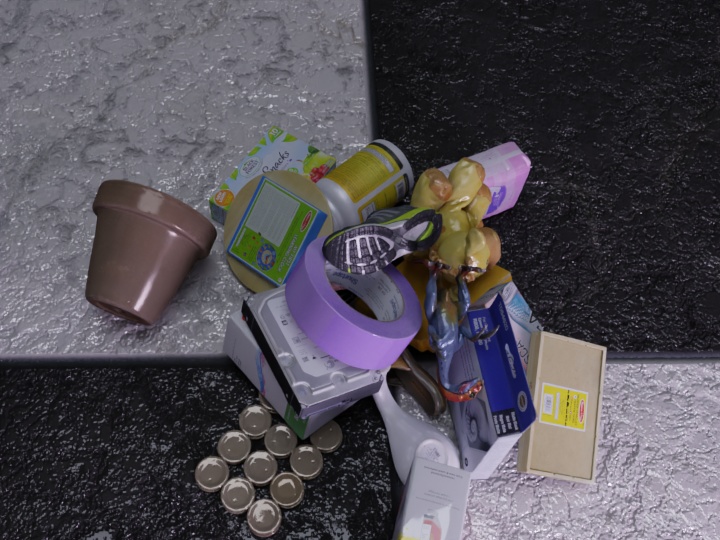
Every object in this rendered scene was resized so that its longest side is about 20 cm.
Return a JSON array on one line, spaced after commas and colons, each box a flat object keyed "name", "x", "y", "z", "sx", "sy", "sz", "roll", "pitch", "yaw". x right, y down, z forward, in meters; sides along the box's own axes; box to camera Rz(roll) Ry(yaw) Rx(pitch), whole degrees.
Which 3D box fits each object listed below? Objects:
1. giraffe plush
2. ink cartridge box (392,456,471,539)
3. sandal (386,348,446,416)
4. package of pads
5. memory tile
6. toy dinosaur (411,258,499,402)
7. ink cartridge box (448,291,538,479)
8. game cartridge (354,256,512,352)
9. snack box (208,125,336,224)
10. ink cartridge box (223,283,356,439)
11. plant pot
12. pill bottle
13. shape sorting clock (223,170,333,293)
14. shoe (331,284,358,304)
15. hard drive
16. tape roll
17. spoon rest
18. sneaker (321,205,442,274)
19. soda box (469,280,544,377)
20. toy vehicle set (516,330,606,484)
[{"name": "giraffe plush", "x": 0.150, "y": -0.051, "z": 1.315, "sx": 0.198, "sy": 0.174, "sz": 0.163, "roll": -33, "pitch": 48, "yaw": -9}, {"name": "ink cartridge box", "x": 0.080, "y": 0.371, "z": 1.100, "sx": 0.081, "sy": 0.146, "sz": 0.203, "roll": 14, "pitch": 56, "yaw": 3}, {"name": "sandal", "x": 0.049, "y": 0.149, "z": 1.288, "sx": 0.054, "sy": 0.081, "sz": 0.200, "roll": -34, "pitch": 69, "yaw": -25}, {"name": "package of pads", "x": 0.192, "y": -0.139, "z": 1.464, "sx": 0.196, "sy": 0.122, "sz": 0.076, "roll": -22, "pitch": 60, "yaw": -19}, {"name": "memory tile", "x": -0.130, "y": 0.268, "z": 1.228, "sx": 0.152, "sy": 0.017, "sz": 0.201, "roll": 32, "pitch": 59, "yaw": 15}, {"name": "toy dinosaur", "x": 0.132, "y": 0.085, "z": 1.195, "sx": 0.102, "sy": 0.200, "sz": 0.186, "roll": 6, "pitch": 94, "yaw": -10}, {"name": "ink cartridge box", "x": 0.175, "y": 0.167, "z": 1.210, "sx": 0.040, "sy": 0.202, "sz": 0.203, "roll": 0, "pitch": 54, "yaw": -15}, {"name": "game cartridge", "x": 0.116, "y": 0.036, "z": 1.360, "sx": 0.199, "sy": 0.033, "sz": 0.175, "roll": -38, "pitch": 43, "yaw": -24}, {"name": "snack box", "x": -0.151, "y": -0.144, "z": 1.477, "sx": 0.140, "sy": 0.053, "sz": 0.201, "roll": 27, "pitch": 60, "yaw": 14}, {"name": "ink cartridge box", "x": -0.091, "y": 0.127, "z": 1.271, "sx": 0.143, "sy": 0.085, "sz": 0.200, "roll": -29, "pitch": 63, "yaw": -35}, {"name": "plant pot", "x": -0.343, "y": -0.016, "z": 1.315, "sx": 0.196, "sy": 0.201, "sz": 0.178, "roll": 17, "pitch": 75, "yaw": 7}, {"name": "pill bottle", "x": -0.011, "y": -0.128, "z": 1.444, "sx": 0.199, "sy": 0.113, "sz": 0.112, "roll": -38, "pitch": 66, "yaw": -26}, {"name": "shape sorting clock", "x": -0.133, "y": -0.060, "z": 1.372, "sx": 0.195, "sy": 0.039, "sz": 0.206, "roll": -3, "pitch": 83, "yaw": 23}, {"name": "shoe", "x": 0.000, "y": 0.000, "z": 1.389, "sx": 0.195, "sy": 0.072, "sz": 0.093, "roll": -14, "pitch": 59, "yaw": -8}, {"name": "hard drive", "x": -0.070, "y": 0.105, "z": 1.212, "sx": 0.137, "sy": 0.038, "sz": 0.202, "roll": -14, "pitch": 55, "yaw": -28}, {"name": "tape roll", "x": -0.009, "y": 0.043, "z": 1.218, "sx": 0.197, "sy": 0.066, "sz": 0.202, "roll": 26, "pitch": 33, "yaw": -18}, {"name": "spoon rest", "x": 0.073, "y": 0.236, "z": 1.242, "sx": 0.098, "sy": 0.061, "sz": 0.203, "roll": -27, "pitch": 81, "yaw": -21}, {"name": "sneaker", "x": 0.024, "y": -0.049, "z": 1.235, "sx": 0.197, "sy": 0.076, "sz": 0.080, "roll": -15, "pitch": 23, "yaw": -32}, {"name": "soda box", "x": 0.246, "y": 0.121, "z": 1.280, "sx": 0.068, "sy": 0.063, "sz": 0.202, "roll": -36, "pitch": 95, "yaw": -25}, {"name": "toy vehicle set", "x": 0.295, "y": 0.200, "z": 1.236, "sx": 0.122, "sy": 0.026, "sz": 0.205, "roll": 15, "pitch": 76, "yaw": -22}]
